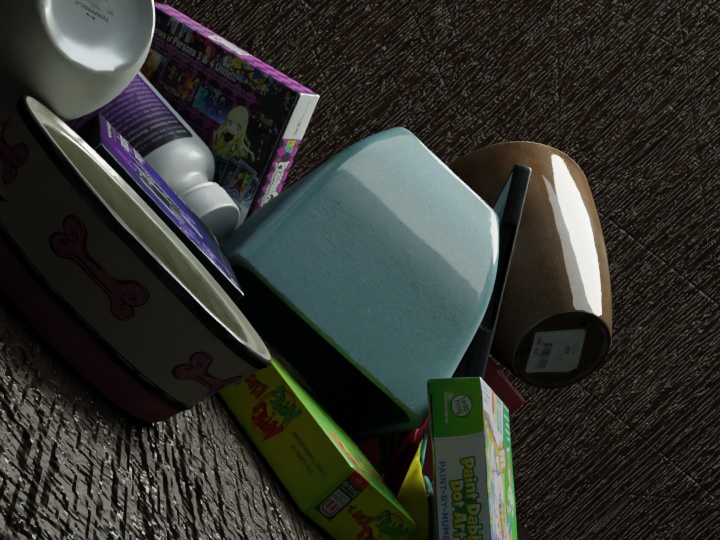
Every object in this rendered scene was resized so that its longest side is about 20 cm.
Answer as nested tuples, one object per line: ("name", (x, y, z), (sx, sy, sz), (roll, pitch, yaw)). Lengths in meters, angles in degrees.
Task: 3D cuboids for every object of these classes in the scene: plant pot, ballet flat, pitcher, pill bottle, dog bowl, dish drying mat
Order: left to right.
("pitcher", (-0.233, -0.155, 0.984), (0.171, 0.121, 0.200), (25, -18, -40))
("dog bowl", (-0.142, 0.001, 0.909), (0.200, 0.074, 0.200), (47, 0, 0))
("pill bottle", (-0.195, -0.095, 1.395), (0.200, 0.111, 0.111), (48, 1, 19))
("plant pot", (0.000, 0.000, 1.340), (0.196, 0.200, 0.196), (43, -23, -9))
("ballet flat", (0.025, 0.173, 1.370), (0.067, 0.067, 0.200), (12, 39, -9))
("dish drying mat", (0.054, 0.101, 1.355), (0.018, 0.077, 0.200), (23, 39, 2))
("plant pot", (0.158, 0.012, 1.543), (0.187, 0.187, 0.200), (47, 16, -38))

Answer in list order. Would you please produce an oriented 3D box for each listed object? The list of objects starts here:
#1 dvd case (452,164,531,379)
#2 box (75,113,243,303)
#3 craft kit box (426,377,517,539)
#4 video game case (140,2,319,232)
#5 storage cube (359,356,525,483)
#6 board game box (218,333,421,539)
("dvd case", (0.105, 0.024, 1.396), (0.018, 0.200, 0.143), (15, -17, 0))
("box", (-0.163, -0.027, 1.157), (0.141, 0.079, 0.200), (50, 0, -15))
("craft kit box", (0.089, 0.191, 1.242), (0.200, 0.048, 0.198), (44, 45, -75))
("video game case", (-0.147, -0.116, 1.456), (0.200, 0.182, 0.036), (33, 19, 31))
("storage cube", (0.027, 0.104, 1.544), (0.180, 0.171, 0.200), (49, 0, -2))
("board game box", (-0.044, 0.121, 1.202), (0.102, 0.048, 0.200), (46, 1, -44))
